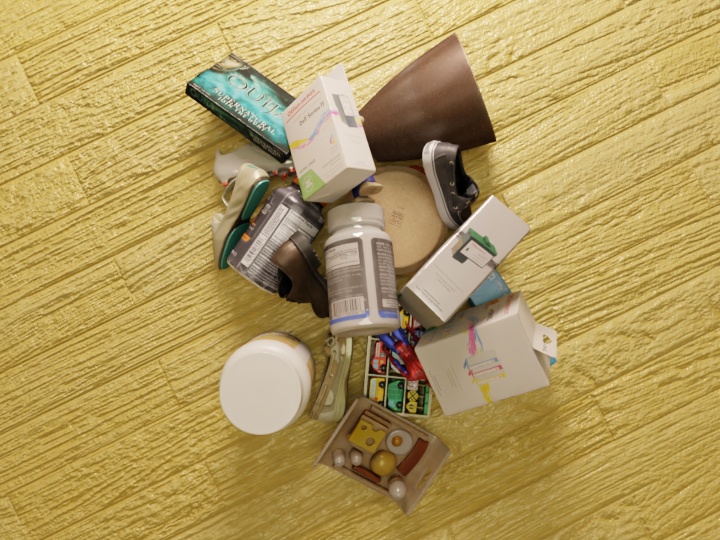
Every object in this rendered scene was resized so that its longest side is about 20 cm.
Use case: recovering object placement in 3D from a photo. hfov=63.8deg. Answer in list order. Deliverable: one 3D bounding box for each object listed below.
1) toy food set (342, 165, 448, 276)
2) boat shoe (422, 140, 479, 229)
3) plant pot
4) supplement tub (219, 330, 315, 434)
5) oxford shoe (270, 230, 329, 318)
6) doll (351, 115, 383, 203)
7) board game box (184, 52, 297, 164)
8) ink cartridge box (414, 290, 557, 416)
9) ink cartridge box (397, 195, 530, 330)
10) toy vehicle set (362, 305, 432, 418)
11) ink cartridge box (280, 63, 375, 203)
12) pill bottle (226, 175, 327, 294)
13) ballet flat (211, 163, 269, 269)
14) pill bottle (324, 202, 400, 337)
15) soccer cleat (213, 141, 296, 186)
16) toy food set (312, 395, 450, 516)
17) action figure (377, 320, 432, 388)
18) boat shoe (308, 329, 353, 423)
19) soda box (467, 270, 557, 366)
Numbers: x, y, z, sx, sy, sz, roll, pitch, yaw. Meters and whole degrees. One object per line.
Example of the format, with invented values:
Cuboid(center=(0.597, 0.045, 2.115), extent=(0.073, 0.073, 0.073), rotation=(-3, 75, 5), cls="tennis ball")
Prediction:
Cuboid(center=(0.064, -0.091, 1.028), extent=(0.198, 0.049, 0.200), rotation=(5, 90, -1), cls="toy food set")
Cuboid(center=(0.164, -0.138, 0.964), extent=(0.066, 0.200, 0.070), rotation=(7, 56, 31), cls="boat shoe")
Cuboid(center=(0.102, -0.266, 0.976), extent=(0.199, 0.187, 0.188), rotation=(-21, 91, 14), cls="plant pot")
Cuboid(center=(-0.149, 0.180, 0.947), extent=(0.143, 0.200, 0.146), rotation=(0, 90, -1), cls="supplement tub")
Cuboid(center=(-0.099, 0.024, 0.966), extent=(0.084, 0.201, 0.073), rotation=(-39, 49, -13), cls="oxford shoe")
Cuboid(center=(-0.023, -0.208, 0.976), extent=(0.048, 0.137, 0.201), rotation=(-14, 67, -27), cls="doll")
Cuboid(center=(-0.178, -0.282, 0.991), extent=(0.199, 0.028, 0.136), rotation=(35, 48, -2), cls="board game box")
Cuboid(center=(0.212, 0.127, 0.935), extent=(0.199, 0.129, 0.126), rotation=(-24, 96, 22), cls="ink cartridge box")
Cuboid(center=(0.158, -0.007, 0.918), extent=(0.084, 0.146, 0.200), rotation=(43, 79, 5), cls="ink cartridge box")
Cuboid(center=(0.072, 0.158, 1.039), extent=(0.123, 0.027, 0.202), rotation=(5, 90, -1), cls="toy vehicle set")
Cuboid(center=(-0.060, -0.224, 0.927), extent=(0.067, 0.117, 0.202), rotation=(-2, 70, -44), cls="ink cartridge box")
Cuboid(center=(-0.132, -0.068, 0.995), extent=(0.106, 0.106, 0.201), rotation=(35, 89, -1), cls="pill bottle")
Cuboid(center=(-0.218, -0.095, 0.994), extent=(0.069, 0.070, 0.201), rotation=(31, 114, -1), cls="ballet flat")
Cuboid(center=(0.000, 0.000, 0.934), extent=(0.113, 0.114, 0.202), rotation=(-5, 77, -1), cls="pill bottle")
Cuboid(center=(-0.161, -0.196, 1.015), extent=(0.198, 0.069, 0.078), rotation=(-9, 82, 0), cls="soccer cleat")
Cuboid(center=(0.037, 0.323, 1.003), extent=(0.199, 0.060, 0.144), rotation=(31, 96, -12), cls="toy food set")
Cuboid(center=(0.065, 0.123, 0.999), extent=(0.065, 0.052, 0.200), rotation=(-40, 84, 4), cls="action figure")
Cuboid(center=(-0.051, 0.166, 1.015), extent=(0.063, 0.073, 0.203), rotation=(6, 97, -6), cls="boat shoe")
Cuboid(center=(0.257, 0.093, 1.025), extent=(0.068, 0.064, 0.201), rotation=(-34, 91, -1), cls="soda box")
